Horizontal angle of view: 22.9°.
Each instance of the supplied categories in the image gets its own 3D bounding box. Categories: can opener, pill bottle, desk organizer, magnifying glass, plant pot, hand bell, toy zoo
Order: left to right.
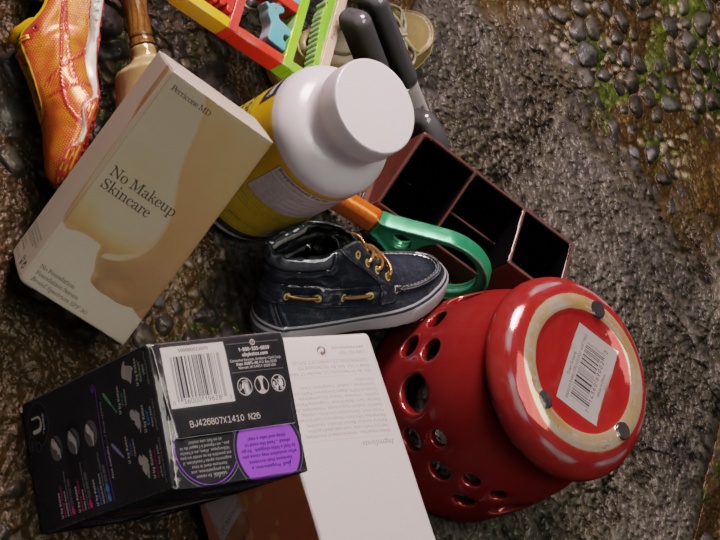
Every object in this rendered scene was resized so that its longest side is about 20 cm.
[{"bbox_3d":[-0.184,-0.195,1.469,0.104,0.104,0.201,-4,75,-39],"label":"hand bell"},{"bbox_3d":[-0.097,-0.253,1.519,0.200,0.020,0.132,31,58,-31],"label":"toy zoo"},{"bbox_3d":[-0.047,-0.103,1.478,0.112,0.200,0.113,15,65,-34],"label":"pill bottle"},{"bbox_3d":[0.030,-0.033,1.607,0.199,0.080,0.022,33,50,-13],"label":"magnifying glass"},{"bbox_3d":[0.037,-0.171,1.619,0.053,0.066,0.200,-53,140,-24],"label":"can opener"},{"bbox_3d":[0.099,-0.038,1.652,0.200,0.077,0.072,35,56,-24],"label":"desk organizer"},{"bbox_3d":[0.133,0.107,1.563,0.200,0.182,0.202,14,65,-32],"label":"plant pot"}]

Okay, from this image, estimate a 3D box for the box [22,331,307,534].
[{"bbox_3d":[-0.148,0.122,1.317,0.122,0.200,0.107,-3,76,-39],"label":"box"}]

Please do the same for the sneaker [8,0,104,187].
[{"bbox_3d":[-0.248,-0.159,1.439,0.077,0.073,0.201,4,66,-15],"label":"sneaker"}]

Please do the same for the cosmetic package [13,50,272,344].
[{"bbox_3d":[-0.170,-0.056,1.376,0.105,0.071,0.200,33,98,-24],"label":"cosmetic package"}]

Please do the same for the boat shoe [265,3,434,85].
[{"bbox_3d":[0.003,-0.209,1.646,0.200,0.063,0.074,-13,83,-40],"label":"boat shoe"}]

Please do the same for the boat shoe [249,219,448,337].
[{"bbox_3d":[0.000,0.000,1.526,0.199,0.091,0.071,-15,43,-33],"label":"boat shoe"}]

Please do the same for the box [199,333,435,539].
[{"bbox_3d":[-0.044,0.172,1.388,0.106,0.152,0.201,0,61,-37],"label":"box"}]

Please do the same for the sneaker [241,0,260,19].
[{"bbox_3d":[-0.139,-0.269,1.550,0.199,0.075,0.116,0,77,-39],"label":"sneaker"}]
